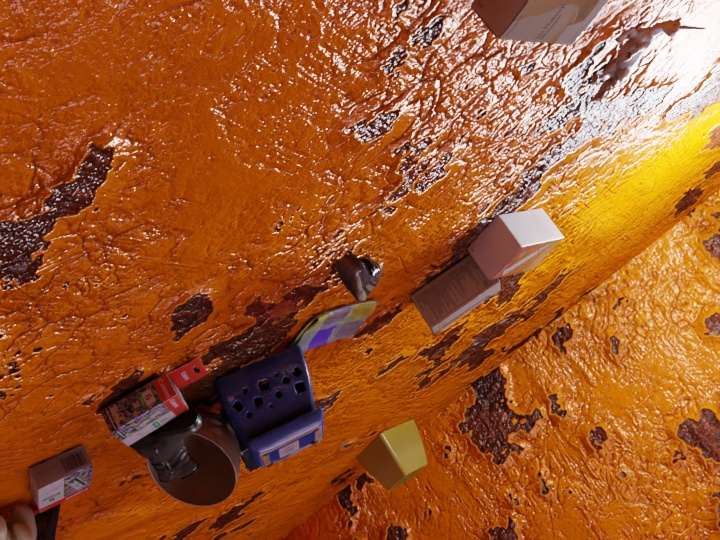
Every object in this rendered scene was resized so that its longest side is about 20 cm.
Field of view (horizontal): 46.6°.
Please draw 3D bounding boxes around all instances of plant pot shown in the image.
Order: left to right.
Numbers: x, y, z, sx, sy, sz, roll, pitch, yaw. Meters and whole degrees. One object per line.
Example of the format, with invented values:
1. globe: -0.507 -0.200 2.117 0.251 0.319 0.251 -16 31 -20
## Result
1. plant pot: -0.339 0.382 1.794 0.200 0.200 0.135 -46 -169 30
2. plant pot: -0.184 0.303 1.800 0.198 0.181 0.201 -24 159 -14
3. plant pot: 0.141 0.725 3.238 0.198 0.177 0.201 -13 150 -44

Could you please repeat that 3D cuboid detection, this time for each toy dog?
1. toy dog: -0.704 0.542 1.551 0.138 0.196 0.200 -23 167 4

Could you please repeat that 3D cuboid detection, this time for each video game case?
1. video game case: -0.682 0.576 1.717 0.019 0.144 0.200 30 122 -31

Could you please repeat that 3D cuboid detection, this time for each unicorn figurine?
1. unicorn figurine: 0.499 -0.396 1.518 0.137 0.074 0.200 -30 175 -40

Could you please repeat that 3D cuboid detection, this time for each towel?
1. towel: -0.058 0.124 1.850 0.199 0.023 0.144 -11 150 -47

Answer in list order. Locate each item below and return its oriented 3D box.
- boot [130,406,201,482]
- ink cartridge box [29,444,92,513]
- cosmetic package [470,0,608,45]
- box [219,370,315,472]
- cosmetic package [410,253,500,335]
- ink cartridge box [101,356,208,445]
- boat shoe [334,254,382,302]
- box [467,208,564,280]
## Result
1. boot: -0.362 0.352 1.676 0.198 0.131 0.068 -23 -154 31
2. ink cartridge box: -0.590 0.424 1.649 0.108 0.051 0.201 -22 155 -31
3. cosmetic package: 0.257 -0.379 1.167 0.198 0.071 0.105 -14 151 -44
4. box: -0.214 0.360 1.990 0.198 0.118 0.197 -28 158 -14
5. cosmetic package: 0.231 0.055 2.028 0.199 0.104 0.087 -33 161 1
6. ink cartridge box: -0.374 0.247 1.573 0.198 0.051 0.109 -30 159 -11
7. boat shoe: 0.000 0.000 1.619 0.073 0.075 0.200 -42 169 -8
8. box: 0.370 -0.064 1.984 0.199 0.098 0.125 -11 150 -46
